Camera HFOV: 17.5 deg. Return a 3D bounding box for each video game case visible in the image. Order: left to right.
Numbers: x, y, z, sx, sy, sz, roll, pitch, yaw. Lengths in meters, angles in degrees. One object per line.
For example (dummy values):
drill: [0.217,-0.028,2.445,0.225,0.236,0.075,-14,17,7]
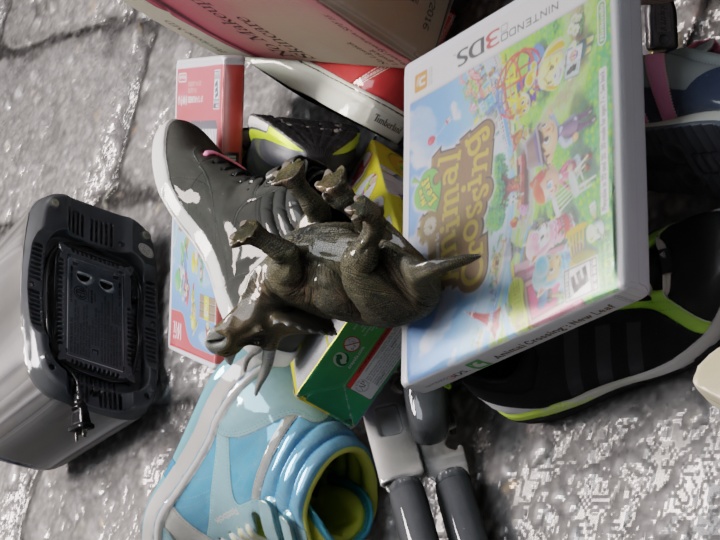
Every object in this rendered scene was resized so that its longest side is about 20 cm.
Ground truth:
video game case: [-0.103,-0.041,1.551,0.143,0.017,0.201,-168,79,-73]
video game case: [0.084,-0.053,1.250,0.182,0.022,0.201,-27,54,48]

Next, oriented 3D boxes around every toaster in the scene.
toaster: [-0.218,0.055,1.660,0.129,0.113,0.201,-37,47,41]

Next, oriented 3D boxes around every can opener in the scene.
can opener: [0.040,0.127,1.320,0.052,0.067,0.200,-12,52,-3]

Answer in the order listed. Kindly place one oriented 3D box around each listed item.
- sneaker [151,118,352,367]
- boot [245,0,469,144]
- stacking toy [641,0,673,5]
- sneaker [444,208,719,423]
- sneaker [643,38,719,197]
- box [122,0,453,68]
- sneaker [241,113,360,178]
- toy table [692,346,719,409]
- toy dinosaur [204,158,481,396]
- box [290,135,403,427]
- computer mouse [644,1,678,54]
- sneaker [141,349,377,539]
sneaker: [-0.057,-0.044,1.404,0.099,0.071,0.200,-47,47,21]
boot: [-0.004,-0.178,1.552,0.200,0.072,0.145,29,92,49]
stacking toy: [0.143,-0.260,1.309,0.146,0.146,0.200,-49,50,24]
sneaker: [0.123,0.026,1.254,0.200,0.083,0.072,-37,45,35]
sneaker: [0.160,-0.091,1.284,0.200,0.070,0.082,12,56,41]
box: [-0.048,-0.202,1.465,0.200,0.128,0.109,8,77,45]
sneaker: [-0.050,-0.054,1.521,0.200,0.074,0.081,164,111,-75]
toy table: [0.242,0.040,1.034,0.117,0.184,0.200,-51,26,-7]
toy dinosaur: [-0.003,-0.003,1.266,0.199,0.102,0.077,-9,41,34]
box: [0.000,0.000,1.424,0.118,0.048,0.200,-55,20,17]
computer mouse: [0.120,-0.102,1.365,0.140,0.046,0.201,1,84,26]
sneaker: [-0.059,0.155,1.428,0.131,0.079,0.200,44,130,30]
